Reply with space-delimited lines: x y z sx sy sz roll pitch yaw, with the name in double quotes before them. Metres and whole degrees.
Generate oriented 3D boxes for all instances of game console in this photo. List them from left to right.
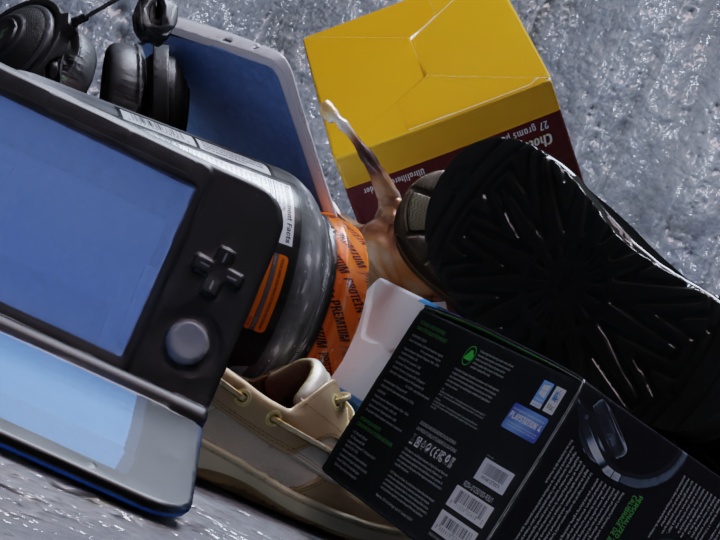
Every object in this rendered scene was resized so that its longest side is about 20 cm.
"game console" -0.137 -0.007 0.836 0.199 0.172 0.118 25 -18 -8

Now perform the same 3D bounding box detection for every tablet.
"tablet" -0.053 -0.044 1.105 0.130 0.014 0.201 23 -38 44

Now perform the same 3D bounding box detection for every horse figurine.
"horse figurine" 0.000 0.000 1.147 0.133 0.050 0.200 48 -32 18

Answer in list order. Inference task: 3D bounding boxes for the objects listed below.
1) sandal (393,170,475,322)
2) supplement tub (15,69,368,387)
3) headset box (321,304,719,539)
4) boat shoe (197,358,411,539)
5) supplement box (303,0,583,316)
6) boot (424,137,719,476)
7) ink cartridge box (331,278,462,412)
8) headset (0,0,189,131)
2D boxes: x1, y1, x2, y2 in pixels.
"sandal" 0.088 0.031 1.037 0.200 0.082 0.055 39 -28 -14
"supplement tub" -0.103 -0.009 0.996 0.199 0.123 0.122 21 2 -27
"headset box" 0.109 0.118 0.888 0.199 0.093 0.174 35 -4 -21
"boat shoe" -0.035 0.073 0.952 0.199 0.070 0.074 25 0 -30
"supplement box" 0.066 -0.046 1.275 0.198 0.132 0.201 -105 174 -62
"boot" 0.133 0.031 0.948 0.158 0.080 0.211 27 14 -51
"ink cartridge box" 0.070 0.104 1.058 0.200 0.068 0.116 48 -10 -26
"headset" -0.140 -0.085 1.039 0.123 0.200 0.094 19 42 -24
